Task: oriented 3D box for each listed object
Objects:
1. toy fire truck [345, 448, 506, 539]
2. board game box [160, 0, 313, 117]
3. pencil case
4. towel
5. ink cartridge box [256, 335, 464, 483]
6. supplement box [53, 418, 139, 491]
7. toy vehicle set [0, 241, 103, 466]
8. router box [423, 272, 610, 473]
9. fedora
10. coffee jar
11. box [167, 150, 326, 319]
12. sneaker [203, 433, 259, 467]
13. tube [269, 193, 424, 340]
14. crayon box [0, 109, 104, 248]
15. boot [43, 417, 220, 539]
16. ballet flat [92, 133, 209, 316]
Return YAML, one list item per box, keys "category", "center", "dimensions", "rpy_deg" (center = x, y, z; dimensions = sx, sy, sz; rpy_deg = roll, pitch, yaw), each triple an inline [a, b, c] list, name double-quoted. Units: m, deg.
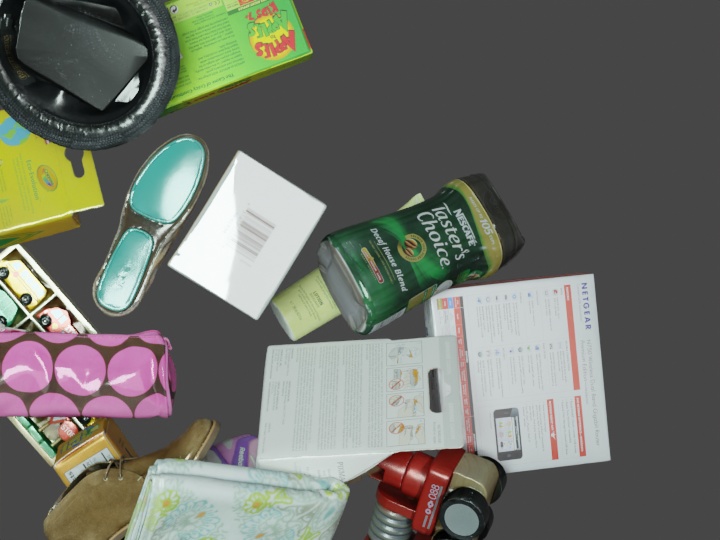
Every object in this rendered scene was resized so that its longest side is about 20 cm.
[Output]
- category: "toy fire truck"
  center: [0.024, 0.252, 1.233]
  dimensions: [0.199, 0.129, 0.177]
  rpy_deg: [21, 115, 14]
- category: "board game box"
  center: [-0.160, -0.232, 1.253]
  dimensions: [0.199, 0.048, 0.102]
  rpy_deg: [-22, 93, -5]
- category: "pencil case"
  center: [-0.281, 0.098, 1.202]
  dimensions: [0.198, 0.091, 0.094]
  rpy_deg: [2, 84, -8]
- category: "towel"
  center: [-0.126, 0.260, 1.140]
  dimensions: [0.199, 0.048, 0.172]
  rpy_deg: [11, 119, -23]
- category: "ink cartridge box"
  center: [0.000, 0.137, 1.210]
  dimensions: [0.198, 0.161, 0.050]
  rpy_deg: [-3, 129, 3]
- category: "supplement box"
  center: [-0.229, 0.249, 1.232]
  dimensions: [0.069, 0.067, 0.201]
  rpy_deg: [-29, 102, -3]
- category: "toy vehicle set"
  center: [-0.333, 0.085, 1.251]
  dimensions: [0.124, 0.027, 0.200]
  rpy_deg: [-41, 95, -4]
- category: "router box"
  center: [0.164, 0.111, 1.292]
  dimensions: [0.178, 0.049, 0.202]
  rpy_deg: [-5, 91, -6]
- category: "fedora"
  center: [-0.262, -0.211, 1.175]
  dimensions: [0.199, 0.092, 0.202]
  rpy_deg: [0, 95, 5]
- category: "coffee jar"
  center: [0.063, -0.021, 1.229]
  dimensions: [0.199, 0.085, 0.105]
  rpy_deg: [-25, 75, -22]
- category: "box"
  center: [-0.110, -0.033, 1.185]
  dimensions: [0.097, 0.200, 0.125]
  rpy_deg: [32, 87, -5]
- category: "sneaker"
  center: [-0.102, 0.254, 1.258]
  dimensions: [0.088, 0.080, 0.201]
  rpy_deg: [-28, 100, -29]
- category: "tube"
  center: [0.000, 0.000, 1.275]
  dimensions: [0.199, 0.052, 0.058]
  rpy_deg: [-31, 132, -12]
- category: "crayon box"
  center: [-0.363, -0.089, 1.221]
  dimensions: [0.199, 0.051, 0.128]
  rpy_deg: [-15, 79, -5]
- category: "boot"
  center: [-0.218, 0.201, 1.159]
  dimensions: [0.200, 0.074, 0.076]
  rpy_deg: [-43, 96, 3]
- category: "ballet flat"
  center: [-0.214, -0.047, 1.241]
  dimensions: [0.068, 0.067, 0.201]
  rpy_deg: [30, 87, 1]
